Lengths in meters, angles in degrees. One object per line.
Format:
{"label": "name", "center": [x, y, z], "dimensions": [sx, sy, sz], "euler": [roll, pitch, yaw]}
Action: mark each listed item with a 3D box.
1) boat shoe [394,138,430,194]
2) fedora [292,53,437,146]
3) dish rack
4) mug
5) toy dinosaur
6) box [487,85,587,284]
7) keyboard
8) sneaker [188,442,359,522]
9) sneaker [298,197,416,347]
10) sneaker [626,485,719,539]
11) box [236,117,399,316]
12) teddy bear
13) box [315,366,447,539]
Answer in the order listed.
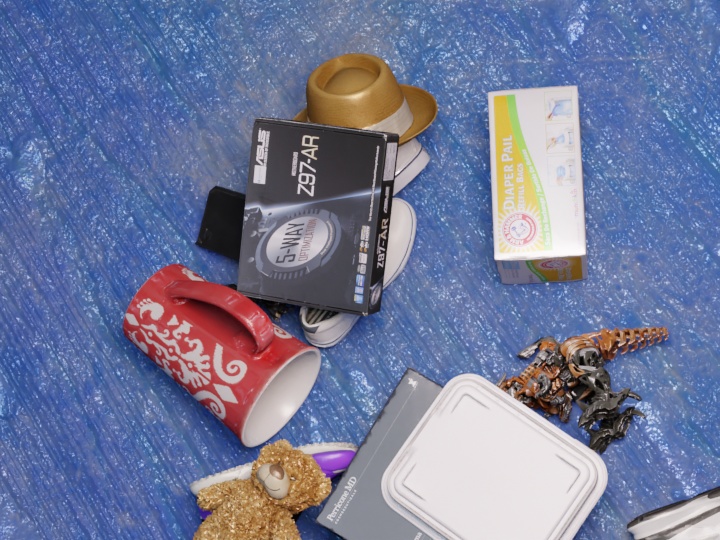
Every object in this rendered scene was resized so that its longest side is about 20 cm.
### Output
{"label": "boat shoe", "center": [-0.017, -0.098, 1.689], "dimensions": [0.202, 0.075, 0.086], "euler": [-42, 107, -5]}
{"label": "fedora", "center": [-0.008, -0.196, 1.675], "dimensions": [0.200, 0.082, 0.201], "euler": [-12, 29, 7]}
{"label": "dish rack", "center": [0.136, 0.216, 1.504], "dimensions": [0.200, 0.044, 0.172], "euler": [34, 83, 16]}
{"label": "mug", "center": [-0.155, 0.072, 1.647], "dimensions": [0.200, 0.133, 0.178], "euler": [35, 120, 21]}
{"label": "toy dinosaur", "center": [0.243, 0.116, 1.600], "dimensions": [0.200, 0.102, 0.136], "euler": [-41, 54, 19]}
{"label": "box", "center": [0.202, -0.095, 1.649], "dimensions": [0.101, 0.113, 0.200], "euler": [-3, 76, 9]}
{"label": "keyboard", "center": [-0.116, -0.017, 1.693], "dimensions": [0.200, 0.021, 0.127], "euler": [20, 98, 37]}
{"label": "sneaker", "center": [-0.085, 0.256, 1.631], "dimensions": [0.200, 0.070, 0.100], "euler": [-18, 80, 9]}
{"label": "sneaker", "center": [0.000, 0.000, 1.678], "dimensions": [0.073, 0.071, 0.200], "euler": [29, 81, 16]}
{"label": "sneaker", "center": [0.396, 0.287, 1.543], "dimensions": [0.200, 0.076, 0.116], "euler": [-22, 81, 11]}
{"label": "box", "center": [-0.048, -0.061, 1.597], "dimensions": [0.160, 0.044, 0.200], "euler": [10, 99, 20]}
{"label": "teddy bear", "center": [-0.124, 0.271, 1.553], "dimensions": [0.200, 0.067, 0.145], "euler": [-37, 42, 11]}
{"label": "box", "center": [0.084, 0.239, 1.582], "dimensions": [0.182, 0.104, 0.200], "euler": [30, 82, 14]}
